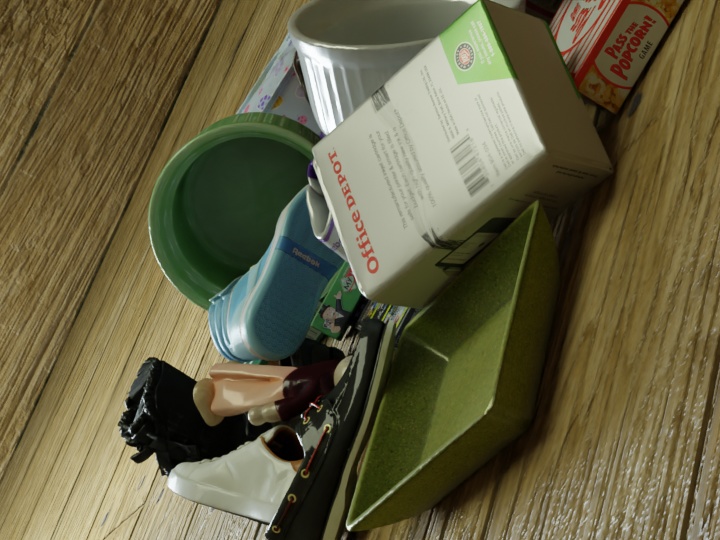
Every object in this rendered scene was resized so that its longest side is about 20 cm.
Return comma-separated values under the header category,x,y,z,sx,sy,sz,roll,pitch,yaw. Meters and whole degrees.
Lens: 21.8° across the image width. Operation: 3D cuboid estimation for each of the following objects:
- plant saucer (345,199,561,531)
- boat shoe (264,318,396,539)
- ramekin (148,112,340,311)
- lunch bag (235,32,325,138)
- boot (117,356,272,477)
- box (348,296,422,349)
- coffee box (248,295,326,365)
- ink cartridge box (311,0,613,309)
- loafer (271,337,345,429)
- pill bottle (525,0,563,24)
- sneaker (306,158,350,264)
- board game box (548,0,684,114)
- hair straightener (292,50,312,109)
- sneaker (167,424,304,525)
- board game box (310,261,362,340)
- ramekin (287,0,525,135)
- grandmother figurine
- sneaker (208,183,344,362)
category,x,y,z,sx,sy,sz,roll,pitch,yaw
plant saucer,0.077,0.079,1.336,0.200,0.048,0.200,-46,19,46
boat shoe,-0.021,0.129,1.459,0.074,0.063,0.202,-29,-42,-78
ramekin,-0.103,-0.059,1.829,0.200,0.200,0.098,-57,9,16
lunch bag,-0.046,-0.127,1.950,0.200,0.169,0.127,-55,17,9
boot,-0.139,0.133,1.764,0.073,0.162,0.198,-51,17,30
box,0.071,-0.023,1.577,0.200,0.044,0.160,-62,14,-4
coffee box,-0.086,0.077,1.942,0.200,0.044,0.123,-55,15,23
ink cartridge box,0.072,-0.083,1.412,0.200,0.084,0.146,-39,58,33
loafer,-0.060,0.133,1.691,0.072,0.063,0.200,-52,16,32
pill bottle,0.184,-0.323,1.631,0.200,0.113,0.113,-55,15,21
sneaker,0.018,-0.087,1.562,0.073,0.114,0.201,-48,17,46
board game box,0.213,-0.225,1.464,0.200,0.046,0.152,-60,13,4
hair straightener,-0.012,-0.131,1.810,0.041,0.200,0.077,-27,20,2
sneaker,-0.086,0.172,1.594,0.200,0.073,0.085,5,77,47
board game box,0.000,0.000,1.713,0.135,0.029,0.200,-63,-1,-3
ramekin,0.044,-0.176,1.569,0.201,0.200,0.098,-93,-6,-66
grandmother figurine,-0.052,0.100,1.601,0.200,0.061,0.121,-9,25,38
sneaker,-0.079,0.001,1.752,0.130,0.079,0.200,-20,36,58
